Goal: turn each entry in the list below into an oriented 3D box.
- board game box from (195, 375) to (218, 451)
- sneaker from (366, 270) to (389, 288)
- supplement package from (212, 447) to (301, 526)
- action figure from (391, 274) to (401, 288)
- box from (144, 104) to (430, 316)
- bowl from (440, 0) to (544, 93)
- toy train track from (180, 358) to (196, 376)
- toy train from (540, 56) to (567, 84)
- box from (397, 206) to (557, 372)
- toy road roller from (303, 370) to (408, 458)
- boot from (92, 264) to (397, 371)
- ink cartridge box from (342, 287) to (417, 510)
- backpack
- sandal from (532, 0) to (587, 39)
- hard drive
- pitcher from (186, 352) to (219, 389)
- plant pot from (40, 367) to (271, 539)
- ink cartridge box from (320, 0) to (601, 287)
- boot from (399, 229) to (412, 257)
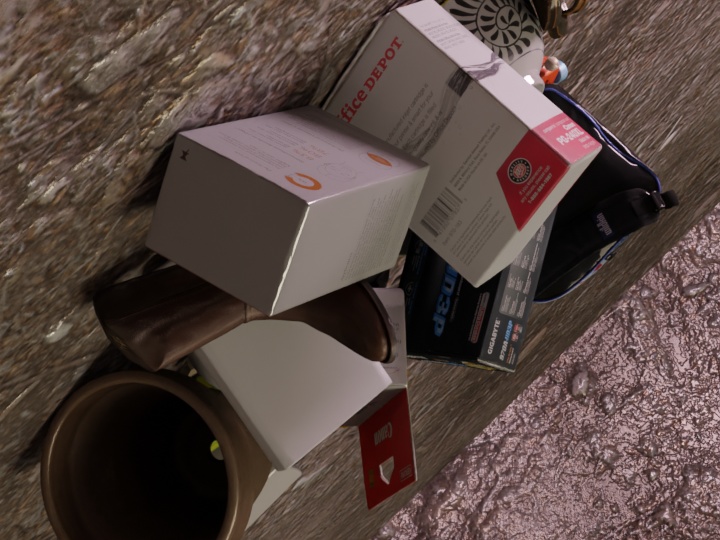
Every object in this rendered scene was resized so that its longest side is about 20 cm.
[{"bbox_3d":[-0.200,0.176,1.757,0.200,0.048,0.102,-35,164,-14],"label":"board game box"},{"bbox_3d":[0.000,0.000,1.679,0.074,0.080,0.200,-6,-171,5],"label":"sneaker"},{"bbox_3d":[-0.181,0.241,1.890,0.200,0.120,0.121,-44,165,-3],"label":"supplement package"},{"bbox_3d":[0.131,0.001,1.900,0.199,0.070,0.130,-9,-179,-6],"label":"action figure"},{"bbox_3d":[-0.053,-0.052,1.371,0.200,0.124,0.098,-20,134,-59],"label":"box"},{"bbox_3d":[0.105,-0.170,1.603,0.201,0.094,0.201,-41,165,-13],"label":"bowl"},{"bbox_3d":[-0.101,0.046,1.763,0.200,0.033,0.115,-31,168,-29],"label":"toy train track"},{"bbox_3d":[0.125,-0.150,1.813,0.200,0.056,0.150,-37,159,-34],"label":"toy train"},{"bbox_3d":[0.104,-0.010,1.631,0.159,0.046,0.201,4,-103,57],"label":"box"},{"bbox_3d":[-0.035,0.102,1.865,0.200,0.123,0.146,-38,175,-29],"label":"toy road roller"},{"bbox_3d":[-0.096,0.046,1.399,0.199,0.186,0.064,-21,132,-32],"label":"boot"},{"bbox_3d":[0.004,0.126,1.650,0.045,0.177,0.200,0,164,-13],"label":"ink cartridge box"},{"bbox_3d":[0.183,-0.070,1.753,0.191,0.200,0.154,-48,176,7],"label":"backpack"},{"bbox_3d":[0.181,-0.254,1.588,0.054,0.082,0.200,-20,173,10],"label":"sandal"},{"bbox_3d":[-0.077,0.052,1.499,0.132,0.200,0.027,-37,-174,-29],"label":"hard drive"},{"bbox_3d":[-0.085,0.034,1.622,0.200,0.121,0.172,26,70,-71],"label":"pitcher"},{"bbox_3d":[-0.166,0.177,1.605,0.200,0.200,0.175,-50,168,19],"label":"plant pot"},{"bbox_3d":[0.077,-0.110,1.476,0.145,0.200,0.083,-54,168,31],"label":"ink cartridge box"},{"bbox_3d":[0.081,-0.046,1.926,0.203,0.074,0.154,-22,171,-23],"label":"boot"}]
